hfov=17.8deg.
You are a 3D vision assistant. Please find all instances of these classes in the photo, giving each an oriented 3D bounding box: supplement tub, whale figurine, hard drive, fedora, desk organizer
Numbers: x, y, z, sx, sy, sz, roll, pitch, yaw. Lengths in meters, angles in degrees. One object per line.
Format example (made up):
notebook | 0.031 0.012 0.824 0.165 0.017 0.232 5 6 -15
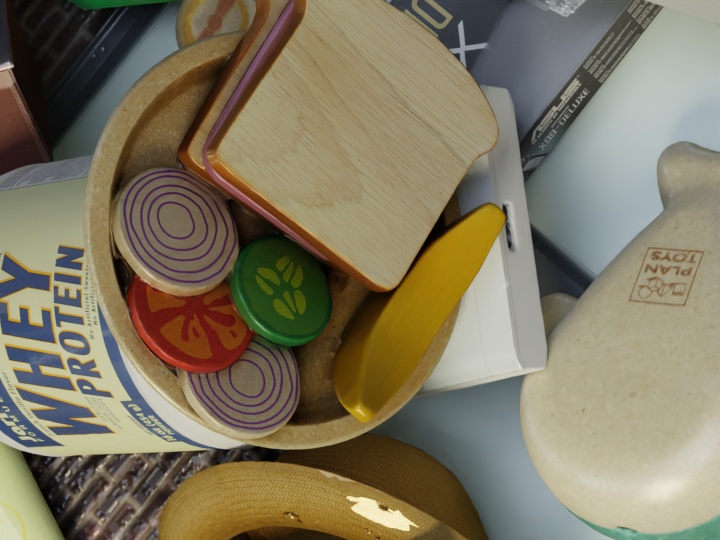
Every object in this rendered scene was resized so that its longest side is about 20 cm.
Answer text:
supplement tub | -0.116 0.015 1.107 0.199 0.145 0.146 -7 80 44
whale figurine | 0.156 0.037 1.075 0.158 0.104 0.201 3 61 32
hard drive | 0.000 0.000 1.114 0.199 0.026 0.133 -16 77 43
fedora | 0.005 0.137 1.092 0.200 0.201 0.082 8 47 20
desk organizer | -0.209 -0.141 1.186 0.071 0.077 0.201 -15 51 3

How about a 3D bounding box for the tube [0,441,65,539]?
tube | -0.188 0.133 1.197 0.058 0.052 0.201 -38 74 54

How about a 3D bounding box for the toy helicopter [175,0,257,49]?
toy helicopter | -0.050 -0.187 1.051 0.132 0.079 0.201 -2 83 22

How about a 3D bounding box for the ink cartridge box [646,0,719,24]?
ink cartridge box | 0.140 -0.229 1.033 0.083 0.146 0.201 -29 53 58

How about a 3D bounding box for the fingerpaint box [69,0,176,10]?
fingerpaint box | -0.065 -0.225 1.150 0.199 0.073 0.168 -2 71 31

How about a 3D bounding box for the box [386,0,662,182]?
box | 0.063 -0.149 1.141 0.158 0.050 0.200 41 97 20

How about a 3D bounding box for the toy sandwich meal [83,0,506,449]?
toy sandwich meal | -0.022 -0.023 0.993 0.070 0.204 0.206 -21 72 60
